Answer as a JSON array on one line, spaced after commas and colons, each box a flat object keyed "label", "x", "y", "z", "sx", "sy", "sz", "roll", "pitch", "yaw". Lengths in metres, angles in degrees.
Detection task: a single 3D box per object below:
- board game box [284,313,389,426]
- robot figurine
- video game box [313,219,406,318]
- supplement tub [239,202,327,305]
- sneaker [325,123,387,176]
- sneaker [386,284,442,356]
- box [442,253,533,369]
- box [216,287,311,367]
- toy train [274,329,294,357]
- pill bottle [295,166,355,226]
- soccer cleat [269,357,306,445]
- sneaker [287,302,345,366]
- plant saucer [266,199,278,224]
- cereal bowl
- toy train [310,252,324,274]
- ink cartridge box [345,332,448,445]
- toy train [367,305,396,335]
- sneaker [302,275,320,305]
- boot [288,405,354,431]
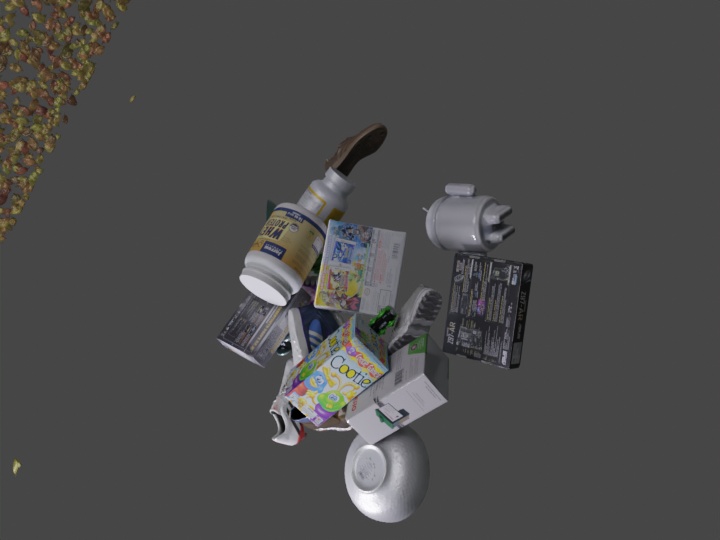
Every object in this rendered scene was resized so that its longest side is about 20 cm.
[{"label": "board game box", "x": -0.048, "y": 0.205, "z": 1.459, "sx": 0.199, "sy": 0.103, "sz": 0.105, "roll": -41, "pitch": 17, "yaw": 16}, {"label": "robot figurine", "x": 0.216, "y": -0.096, "z": 1.458, "sx": 0.198, "sy": 0.112, "sz": 0.172, "roll": 5, "pitch": 111, "yaw": 41}, {"label": "video game box", "x": 0.000, "y": 0.000, "z": 1.590, "sx": 0.179, "sy": 0.047, "sz": 0.203, "roll": 10, "pitch": 77, "yaw": -1}, {"label": "supplement tub", "x": -0.175, "y": -0.037, "z": 1.617, "sx": 0.143, "sy": 0.145, "sz": 0.202, "roll": 7, "pitch": 60, "yaw": 42}, {"label": "sneaker", "x": -0.020, "y": -0.311, "z": 1.774, "sx": 0.199, "sy": 0.070, "sz": 0.076, "roll": -40, "pitch": 51, "yaw": 22}, {"label": "sneaker", "x": 0.108, "y": 0.123, "z": 1.517, "sx": 0.202, "sy": 0.074, "sz": 0.082, "roll": -59, "pitch": 20, "yaw": 9}, {"label": "box", "x": 0.246, "y": 0.076, "z": 1.384, "sx": 0.159, "sy": 0.043, "sz": 0.204, "roll": 10, "pitch": 95, "yaw": 43}, {"label": "box", "x": -0.229, "y": 0.113, "z": 1.677, "sx": 0.157, "sy": 0.048, "sz": 0.201, "roll": 16, "pitch": 67, "yaw": 43}, {"label": "toy train", "x": -0.180, "y": 0.144, "z": 1.725, "sx": 0.198, "sy": 0.086, "sz": 0.115, "roll": 0, "pitch": 44, "yaw": 40}, {"label": "pill bottle", "x": -0.100, "y": -0.151, "z": 1.756, "sx": 0.201, "sy": 0.111, "sz": 0.112, "roll": -53, "pitch": 48, "yaw": 12}, {"label": "soccer cleat", "x": -0.171, "y": 0.304, "z": 1.653, "sx": 0.068, "sy": 0.084, "sz": 0.203, "roll": -22, "pitch": 65, "yaw": 53}, {"label": "sneaker", "x": -0.079, "y": 0.169, "z": 1.606, "sx": 0.081, "sy": 0.144, "sz": 0.203, "roll": 130, "pitch": 131, "yaw": -61}, {"label": "plant saucer", "x": -0.216, "y": -0.080, "z": 1.813, "sx": 0.035, "sy": 0.201, "sz": 0.203, "roll": -2, "pitch": 67, "yaw": -2}, {"label": "cereal bowl", "x": 0.041, "y": 0.406, "z": 1.446, "sx": 0.198, "sy": 0.083, "sz": 0.203, "roll": -16, "pitch": 64, "yaw": 35}, {"label": "toy train", "x": -0.057, "y": -0.035, "z": 1.713, "sx": 0.198, "sy": 0.056, "sz": 0.042, "roll": -19, "pitch": 62, "yaw": 35}, {"label": "ink cartridge box", "x": 0.076, "y": 0.238, "z": 1.427, "sx": 0.199, "sy": 0.084, "sz": 0.147, "roll": -35, "pitch": 18, "yaw": 23}, {"label": "toy train", "x": 0.008, "y": 0.146, "z": 1.535, "sx": 0.042, "sy": 0.056, "sz": 0.200, "roll": 44, "pitch": 115, "yaw": -3}, {"label": "sneaker", "x": -0.125, "y": 0.058, "z": 1.730, "sx": 0.198, "sy": 0.080, "sz": 0.090, "roll": 0, "pitch": 88, "yaw": 43}, {"label": "boot", "x": -0.064, "y": 0.313, "z": 1.562, "sx": 0.198, "sy": 0.096, "sz": 0.076, "roll": -24, "pitch": 60, "yaw": 33}]
